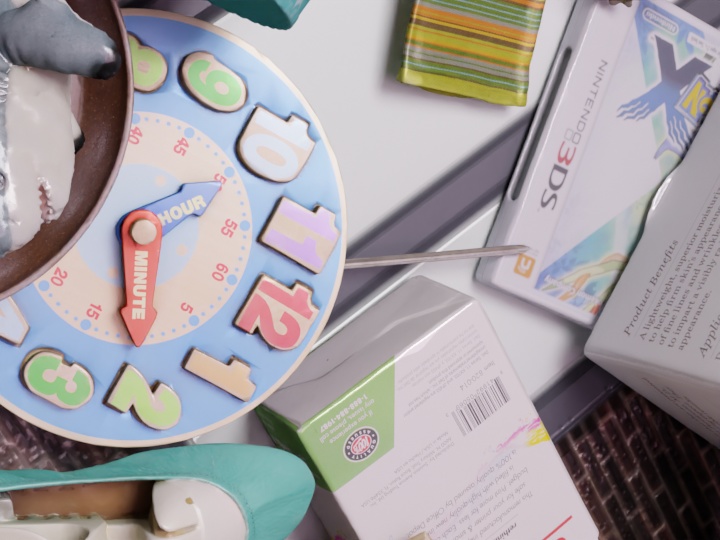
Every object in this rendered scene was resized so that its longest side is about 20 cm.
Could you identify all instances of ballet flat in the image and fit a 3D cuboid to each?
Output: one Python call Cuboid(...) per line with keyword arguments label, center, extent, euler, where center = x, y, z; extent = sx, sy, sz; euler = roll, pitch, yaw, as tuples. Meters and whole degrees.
Cuboid(label="ballet flat", center=(-0.113, 0.120, 0.757), extent=(0.199, 0.070, 0.068), euler=(-2, 107, -13))

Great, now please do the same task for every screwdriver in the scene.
Cuboid(label="screwdriver", center=(0.000, 0.000, 0.848), extent=(0.199, 0.028, 0.029), euler=(0, 69, -24))

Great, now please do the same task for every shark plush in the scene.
Cuboid(label="shark plush", center=(-0.173, -0.103, 0.645), extent=(0.083, 0.091, 0.200), euler=(-40, 100, -27))

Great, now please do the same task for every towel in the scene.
Cuboid(label="towel", center=(0.074, -0.185, 0.850), extent=(0.086, 0.018, 0.201), euler=(3, 104, -40))

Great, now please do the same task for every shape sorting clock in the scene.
Cuboid(label="shape sorting clock", center=(-0.102, -0.019, 0.769), extent=(0.199, 0.039, 0.201), euler=(-1, 94, -18))

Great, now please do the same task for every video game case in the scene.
Cuboid(label="video game case", center=(0.175, -0.046, 0.950), extent=(0.200, 0.022, 0.183), euler=(22, 87, -31))

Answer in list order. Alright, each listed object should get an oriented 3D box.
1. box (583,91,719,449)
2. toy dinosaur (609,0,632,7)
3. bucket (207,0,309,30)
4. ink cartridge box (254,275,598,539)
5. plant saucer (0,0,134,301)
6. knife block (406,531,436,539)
Cuboid(label="box", center=(0.264, 0.015, 0.922), extent=(0.200, 0.131, 0.199), euler=(34, 81, -30))
Cuboid(label="toy dinosaur", center=(0.148, -0.205, 0.869), extent=(0.200, 0.077, 0.103), euler=(35, 54, -38))
Cuboid(label="bucket", center=(-0.070, -0.201, 0.687), extent=(0.207, 0.207, 0.135), euler=(30, 87, -30))
Cuboid(label="ink cartridge box", center=(0.044, 0.119, 0.874), extent=(0.117, 0.067, 0.200), euler=(-35, 113, -17))
Cuboid(label="plant saucer", center=(-0.197, -0.078, 0.707), extent=(0.200, 0.034, 0.201), euler=(-2, 96, -18))
Cuboid(label="knife block", center=(-0.013, 0.216, 0.823), extent=(0.175, 0.064, 0.200), euler=(-31, 112, 13))
